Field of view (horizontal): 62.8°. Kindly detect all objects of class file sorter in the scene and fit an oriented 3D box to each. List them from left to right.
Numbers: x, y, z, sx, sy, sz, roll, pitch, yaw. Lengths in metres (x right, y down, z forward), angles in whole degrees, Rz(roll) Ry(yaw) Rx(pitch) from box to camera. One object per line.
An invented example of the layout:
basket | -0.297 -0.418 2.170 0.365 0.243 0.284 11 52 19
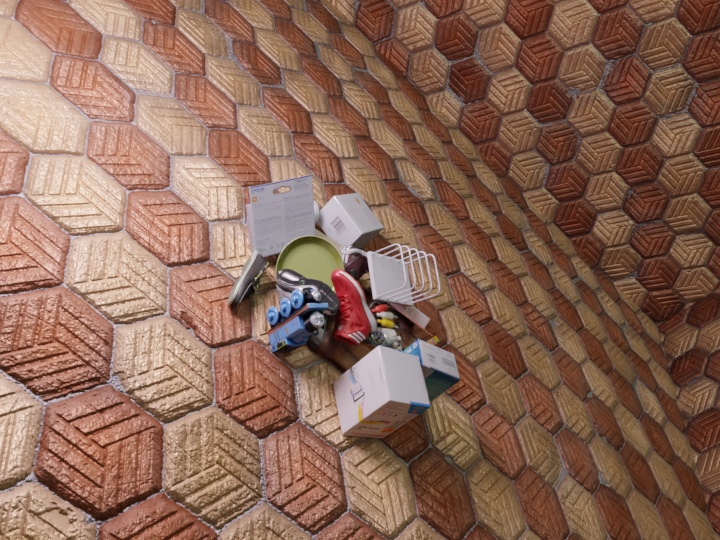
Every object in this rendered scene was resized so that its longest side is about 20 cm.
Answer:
file sorter | 0.130 0.012 1.738 0.197 0.122 0.144 13 63 -51

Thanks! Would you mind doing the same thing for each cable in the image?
cable | 0.026 0.128 1.720 0.196 0.050 0.100 7 53 -45

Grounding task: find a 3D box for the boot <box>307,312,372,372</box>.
boot | -0.028 0.176 1.609 0.198 0.068 0.192 36 61 -14

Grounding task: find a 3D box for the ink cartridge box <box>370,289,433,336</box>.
ink cartridge box | 0.137 0.116 1.847 0.198 0.044 0.173 37 -2 -17

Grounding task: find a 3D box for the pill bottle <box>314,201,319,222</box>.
pill bottle | -0.214 -0.167 1.750 0.197 0.112 0.114 -13 65 -53

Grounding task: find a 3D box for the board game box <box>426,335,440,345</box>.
board game box | 0.169 0.256 1.777 0.030 0.096 0.198 53 34 13

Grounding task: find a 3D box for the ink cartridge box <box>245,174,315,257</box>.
ink cartridge box | -0.217 -0.152 1.622 0.191 0.207 0.043 -16 27 -29

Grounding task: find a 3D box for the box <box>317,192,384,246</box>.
box | -0.034 -0.155 1.918 0.154 0.106 0.199 52 24 8

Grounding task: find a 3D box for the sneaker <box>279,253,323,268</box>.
sneaker | -0.142 -0.011 1.697 0.197 0.088 0.078 32 36 -23

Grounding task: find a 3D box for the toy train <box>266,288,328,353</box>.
toy train | -0.157 0.124 1.458 0.085 0.198 0.118 0 65 -47

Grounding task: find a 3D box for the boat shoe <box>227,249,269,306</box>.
boat shoe | -0.284 0.026 1.517 0.060 0.072 0.204 35 36 -15

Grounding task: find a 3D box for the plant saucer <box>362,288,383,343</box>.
plant saucer | 0.006 0.121 1.782 0.197 0.037 0.205 29 39 -26

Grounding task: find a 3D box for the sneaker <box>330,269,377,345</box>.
sneaker | -0.038 0.106 1.543 0.115 0.077 0.203 -44 108 -35

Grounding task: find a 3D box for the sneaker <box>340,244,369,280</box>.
sneaker | 0.000 0.000 1.771 0.197 0.074 0.120 17 86 -46

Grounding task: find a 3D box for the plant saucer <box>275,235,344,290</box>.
plant saucer | -0.141 0.007 1.641 0.193 0.031 0.208 1 87 -14

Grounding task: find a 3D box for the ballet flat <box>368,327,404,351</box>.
ballet flat | 0.080 0.201 1.687 0.201 0.070 0.074 50 19 -54

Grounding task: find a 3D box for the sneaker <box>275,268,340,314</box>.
sneaker | -0.139 0.085 1.557 0.196 0.118 0.076 27 43 21

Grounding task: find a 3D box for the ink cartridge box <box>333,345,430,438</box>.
ink cartridge box | 0.050 0.314 1.494 0.144 0.200 0.148 17 46 -36

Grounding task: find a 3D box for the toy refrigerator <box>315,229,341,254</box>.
toy refrigerator | -0.095 -0.042 1.790 0.197 0.069 0.078 31 55 -26

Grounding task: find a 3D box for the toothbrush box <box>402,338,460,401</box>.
toothbrush box | 0.154 0.296 1.629 0.144 0.200 0.087 25 40 -30
